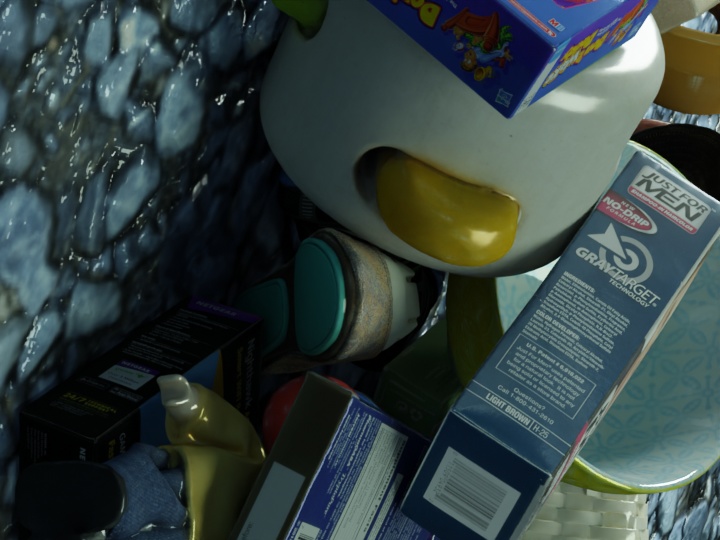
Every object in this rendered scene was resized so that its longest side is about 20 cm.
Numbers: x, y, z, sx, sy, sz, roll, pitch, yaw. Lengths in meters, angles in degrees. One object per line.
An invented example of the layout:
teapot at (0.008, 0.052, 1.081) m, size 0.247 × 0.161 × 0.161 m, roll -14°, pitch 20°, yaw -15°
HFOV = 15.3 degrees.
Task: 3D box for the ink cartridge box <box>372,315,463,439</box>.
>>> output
ink cartridge box at (0.038, 0.110, 1.600) m, size 0.145 × 0.048 × 0.201 m, roll -39°, pitch 154°, yaw -49°

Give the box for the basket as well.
basket at (0.114, 0.206, 1.727) m, size 0.139 × 0.175 × 0.201 m, roll 53°, pitch 47°, yaw -81°

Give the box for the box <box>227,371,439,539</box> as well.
box at (-0.008, 0.127, 1.298) m, size 0.122 × 0.032 × 0.200 m, roll -64°, pitch 156°, yaw -4°

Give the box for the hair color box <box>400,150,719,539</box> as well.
hair color box at (0.103, 0.044, 1.320) m, size 0.200 × 0.060 × 0.100 m, roll -52°, pitch 171°, yaw -36°

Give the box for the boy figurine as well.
boy figurine at (-0.083, 0.109, 1.251) m, size 0.200 × 0.064 × 0.125 m, roll -8°, pitch 99°, yaw -65°

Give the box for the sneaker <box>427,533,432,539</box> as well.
sneaker at (0.065, 0.150, 1.518) m, size 0.081 × 0.083 × 0.200 m, roll -52°, pitch 163°, yaw -21°

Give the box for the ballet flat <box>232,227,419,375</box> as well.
ballet flat at (-0.009, 0.016, 1.342) m, size 0.200 × 0.067 × 0.068 m, roll 168°, pitch -79°, yaw -72°

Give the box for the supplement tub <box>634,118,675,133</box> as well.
supplement tub at (0.182, 0.005, 1.807) m, size 0.201 × 0.107 × 0.107 m, roll -63°, pitch 155°, yaw -13°

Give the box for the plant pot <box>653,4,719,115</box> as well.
plant pot at (0.221, -0.190, 1.659) m, size 0.201 × 0.200 × 0.183 m, roll -61°, pitch 169°, yaw -19°

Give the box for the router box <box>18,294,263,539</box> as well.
router box at (-0.111, 0.131, 1.349) m, size 0.149 × 0.051 × 0.201 m, roll -37°, pitch 139°, yaw -51°

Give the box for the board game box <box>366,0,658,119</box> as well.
board game box at (0.035, -0.168, 1.245) m, size 0.134 × 0.200 × 0.045 m, roll -33°, pitch 161°, yaw -52°

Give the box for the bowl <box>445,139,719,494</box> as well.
bowl at (0.111, 0.032, 1.483) m, size 0.200 × 0.107 × 0.201 m, roll 13°, pitch 70°, yaw -39°

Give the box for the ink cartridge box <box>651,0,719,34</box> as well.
ink cartridge box at (0.146, -0.238, 1.459) m, size 0.165 × 0.075 × 0.201 m, roll -40°, pitch 105°, yaw -51°

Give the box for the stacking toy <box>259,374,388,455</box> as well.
stacking toy at (-0.017, 0.091, 1.407) m, size 0.200 × 0.085 × 0.086 m, roll 89°, pitch 26°, yaw -80°

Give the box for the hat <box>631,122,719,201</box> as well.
hat at (0.145, -0.024, 1.690) m, size 0.081 × 0.200 × 0.201 m, roll 35°, pitch 75°, yaw -32°

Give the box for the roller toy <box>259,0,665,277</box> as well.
roller toy at (0.049, -0.090, 1.334) m, size 0.182 × 0.200 × 0.140 m, roll -11°, pitch 137°, yaw -44°

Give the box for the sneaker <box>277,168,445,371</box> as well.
sneaker at (0.000, 0.000, 1.460) m, size 0.200 × 0.070 × 0.083 m, roll 62°, pitch 46°, yaw -63°
